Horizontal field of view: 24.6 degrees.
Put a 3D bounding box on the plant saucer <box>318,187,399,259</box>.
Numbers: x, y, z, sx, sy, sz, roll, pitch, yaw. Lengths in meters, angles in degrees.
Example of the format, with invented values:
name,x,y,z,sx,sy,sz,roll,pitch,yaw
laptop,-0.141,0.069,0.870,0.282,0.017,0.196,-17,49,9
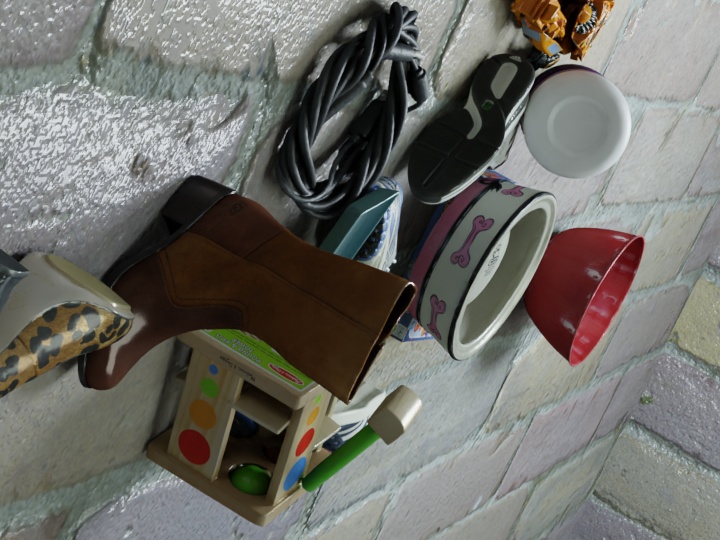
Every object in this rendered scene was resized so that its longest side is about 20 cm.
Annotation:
name,x,y,z,sx,sy,sz,roll,pitch,yaw
plant saucer,-0.035,0.003,1.475,0.070,0.019,0.200,-33,162,-53

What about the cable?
name,x,y,z,sx,sy,sz,roll,pitch,yaw
cable,-0.001,-0.132,1.395,0.200,0.051,0.163,-46,158,-33

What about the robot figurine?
name,x,y,z,sx,sy,sz,roll,pitch,yaw
robot figurine,0.214,-0.277,1.718,0.145,0.058,0.200,-60,160,2

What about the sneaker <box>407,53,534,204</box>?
name,x,y,z,sx,sy,sz,roll,pitch,yaw
sneaker,0.115,-0.115,1.672,0.201,0.076,0.115,-52,157,-30

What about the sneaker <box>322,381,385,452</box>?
name,x,y,z,sx,sy,sz,roll,pitch,yaw
sneaker,-0.032,0.162,1.692,0.200,0.075,0.085,-2,115,-68

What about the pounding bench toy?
name,x,y,z,sx,sy,sz,roll,pitch,yaw
pounding bench toy,-0.058,0.135,1.403,0.124,0.200,0.156,-32,145,-54

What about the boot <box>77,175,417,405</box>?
name,x,y,z,sx,sy,sz,roll,pitch,yaw
boot,-0.085,0.046,1.209,0.188,0.200,0.069,-53,159,-22

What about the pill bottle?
name,x,y,z,sx,sy,sz,roll,pitch,yaw
pill bottle,0.229,-0.165,1.786,0.200,0.112,0.113,-69,-175,-79

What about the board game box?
name,x,y,z,sx,sy,sz,roll,pitch,yaw
board game box,0.098,-0.018,1.826,0.200,0.034,0.135,-64,160,10

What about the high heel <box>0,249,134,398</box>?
name,x,y,z,sx,sy,sz,roll,pitch,yaw
high heel,-0.230,0.060,1.085,0.143,0.071,0.200,-55,159,5

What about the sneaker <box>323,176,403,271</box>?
name,x,y,z,sx,sy,sz,roll,pitch,yaw
sneaker,0.000,0.000,1.553,0.085,0.077,0.200,-37,150,-58

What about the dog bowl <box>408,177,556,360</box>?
name,x,y,z,sx,sy,sz,roll,pitch,yaw
dog bowl,0.122,-0.009,1.730,0.200,0.074,0.200,-48,158,-27

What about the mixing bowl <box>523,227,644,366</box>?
name,x,y,z,sx,sy,sz,roll,pitch,yaw
mixing bowl,0.291,0.017,2.245,0.200,0.108,0.200,-50,159,-27
